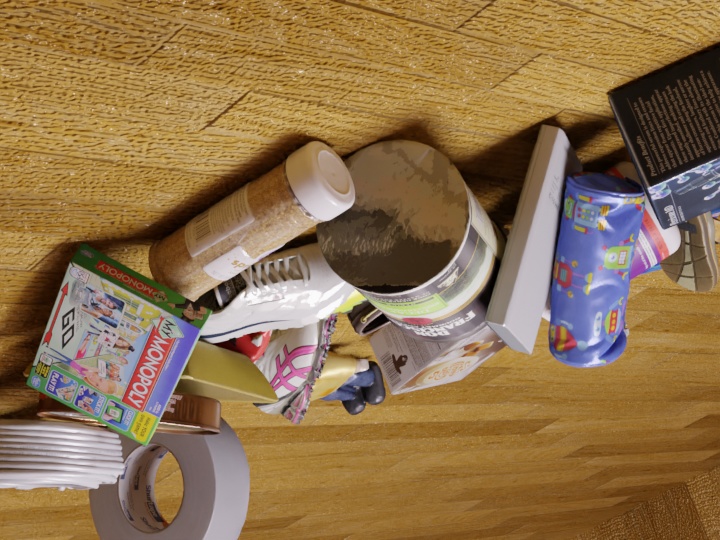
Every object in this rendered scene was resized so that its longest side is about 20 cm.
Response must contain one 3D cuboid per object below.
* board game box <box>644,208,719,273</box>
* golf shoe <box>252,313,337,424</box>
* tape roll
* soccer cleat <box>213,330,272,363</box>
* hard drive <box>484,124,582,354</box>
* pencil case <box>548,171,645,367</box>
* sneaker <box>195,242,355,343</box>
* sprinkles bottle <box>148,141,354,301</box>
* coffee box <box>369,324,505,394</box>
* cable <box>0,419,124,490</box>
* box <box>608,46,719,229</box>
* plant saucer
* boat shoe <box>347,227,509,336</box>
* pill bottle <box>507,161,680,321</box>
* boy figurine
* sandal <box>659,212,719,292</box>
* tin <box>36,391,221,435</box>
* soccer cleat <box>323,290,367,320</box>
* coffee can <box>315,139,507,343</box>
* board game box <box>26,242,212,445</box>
[{"bbox_3d":[0.302,-0.033,1.961,0.199,0.045,0.152,-14,159,-16],"label":"board game box"},{"bbox_3d":[-0.083,0.093,1.877,0.092,0.073,0.200,20,132,-3],"label":"golf shoe"},{"bbox_3d":[-0.226,0.255,1.976,0.200,0.201,0.066,-31,158,29],"label":"tape roll"},{"bbox_3d":[-0.148,0.093,1.842,0.200,0.069,0.085,-54,176,36],"label":"soccer cleat"},{"bbox_3d":[0.173,-0.028,1.659,0.026,0.201,0.132,14,170,20],"label":"hard drive"},{"bbox_3d":[0.238,-0.001,1.686,0.086,0.078,0.201,-4,112,-20],"label":"pencil case"},{"bbox_3d":[-0.092,0.016,1.675,0.199,0.077,0.081,-21,155,2],"label":"sneaker"},{"bbox_3d":[-0.100,-0.042,1.520,0.200,0.068,0.068,-30,158,27],"label":"sprinkles bottle"},{"bbox_3d":[0.114,0.064,1.974,0.114,0.080,0.200,-10,159,-37],"label":"coffee box"},{"bbox_3d":[-0.352,0.197,1.807,0.199,0.070,0.200,-7,167,39],"label":"cable"},{"bbox_3d":[0.360,-0.142,1.642,0.199,0.107,0.148,-23,161,10],"label":"box"},{"bbox_3d":[-0.211,0.100,1.733,0.199,0.049,0.200,-1,168,25],"label":"plant saucer"},{"bbox_3d":[0.077,0.011,1.838,0.199,0.060,0.072,-21,160,1],"label":"boat shoe"},{"bbox_3d":[0.231,-0.021,1.782,0.200,0.113,0.112,-33,159,2],"label":"pill bottle"},{"bbox_3d":[-0.048,0.136,2.041,0.124,0.065,0.200,-27,162,27],"label":"boy figurine"},{"bbox_3d":[0.370,-0.054,1.865,0.054,0.080,0.200,-39,135,-25],"label":"sandal"},{"bbox_3d":[-0.237,0.142,1.740,0.199,0.042,0.112,11,163,-34],"label":"tin"},{"bbox_3d":[0.000,0.000,1.759,0.199,0.065,0.084,-7,119,-9],"label":"soccer cleat"},{"bbox_3d":[0.055,-0.024,1.600,0.146,0.147,0.200,-24,159,10],"label":"coffee can"},{"bbox_3d":[-0.230,0.073,1.581,0.134,0.029,0.200,28,136,-1],"label":"board game box"}]
